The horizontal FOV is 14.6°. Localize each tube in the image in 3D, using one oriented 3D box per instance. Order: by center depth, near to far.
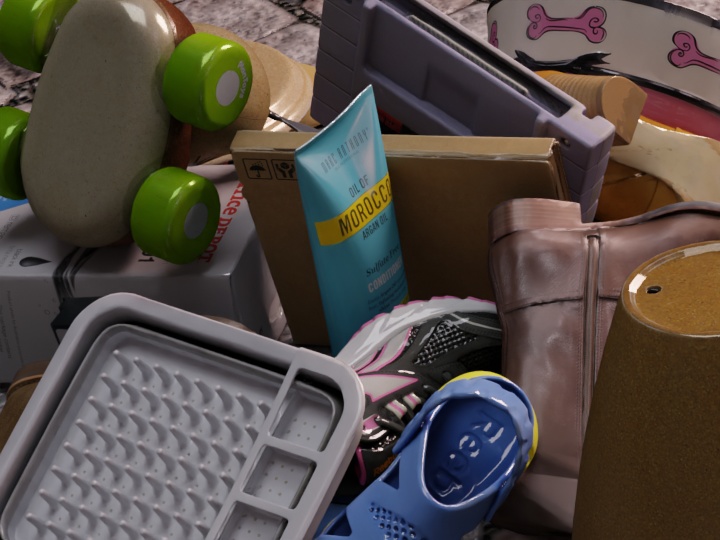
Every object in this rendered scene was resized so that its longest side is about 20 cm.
[{"bbox_3d":[0.000,0.000,1.610,0.050,0.201,0.077,7,34,29],"label":"tube"}]

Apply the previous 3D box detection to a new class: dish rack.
[{"bbox_3d":[-0.098,0.111,1.494,0.199,0.044,0.172,17,72,32],"label":"dish rack"}]

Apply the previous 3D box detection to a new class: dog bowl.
[{"bbox_3d":[0.168,-0.109,1.787,0.199,0.200,0.074,8,75,28],"label":"dog bowl"}]

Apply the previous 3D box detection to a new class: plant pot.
[{"bbox_3d":[0.183,0.093,1.391,0.185,0.201,0.187,-8,28,4],"label":"plant pot"}]

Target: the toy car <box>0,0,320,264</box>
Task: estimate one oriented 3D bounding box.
[{"bbox_3d":[-0.112,-0.091,1.746,0.164,0.159,0.200,20,11,32],"label":"toy car"}]

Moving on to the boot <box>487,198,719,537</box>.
[{"bbox_3d":[0.157,0.062,1.546,0.185,0.064,0.201,1,61,-5],"label":"boot"}]

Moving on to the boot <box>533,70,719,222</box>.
[{"bbox_3d":[0.151,-0.055,1.718,0.144,0.201,0.071,-1,54,50],"label":"boot"}]

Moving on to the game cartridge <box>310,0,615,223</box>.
[{"bbox_3d":[0.055,-0.086,1.668,0.200,0.130,0.038,35,50,21],"label":"game cartridge"}]

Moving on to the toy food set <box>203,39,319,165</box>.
[{"bbox_3d":[-0.127,-0.110,2.001,0.197,0.049,0.200,6,33,26],"label":"toy food set"}]

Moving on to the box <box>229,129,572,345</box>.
[{"bbox_3d":[0.034,-0.014,1.665,0.199,0.164,0.021,3,45,21],"label":"box"}]

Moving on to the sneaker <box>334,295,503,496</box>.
[{"bbox_3d":[0.007,0.085,1.559,0.199,0.081,0.086,-21,38,-11],"label":"sneaker"}]

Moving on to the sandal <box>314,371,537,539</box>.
[{"bbox_3d":[0.028,0.126,1.433,0.079,0.087,0.201,30,71,2],"label":"sandal"}]

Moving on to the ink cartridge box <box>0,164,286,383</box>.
[{"bbox_3d":[-0.150,0.002,1.772,0.199,0.086,0.147,-2,30,16],"label":"ink cartridge box"}]

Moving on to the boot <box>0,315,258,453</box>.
[{"bbox_3d":[-0.133,0.082,1.617,0.199,0.074,0.076,-18,32,35],"label":"boot"}]

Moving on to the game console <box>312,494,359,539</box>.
[{"bbox_3d":[-0.046,0.134,1.562,0.199,0.031,0.177,5,32,23],"label":"game console"}]
